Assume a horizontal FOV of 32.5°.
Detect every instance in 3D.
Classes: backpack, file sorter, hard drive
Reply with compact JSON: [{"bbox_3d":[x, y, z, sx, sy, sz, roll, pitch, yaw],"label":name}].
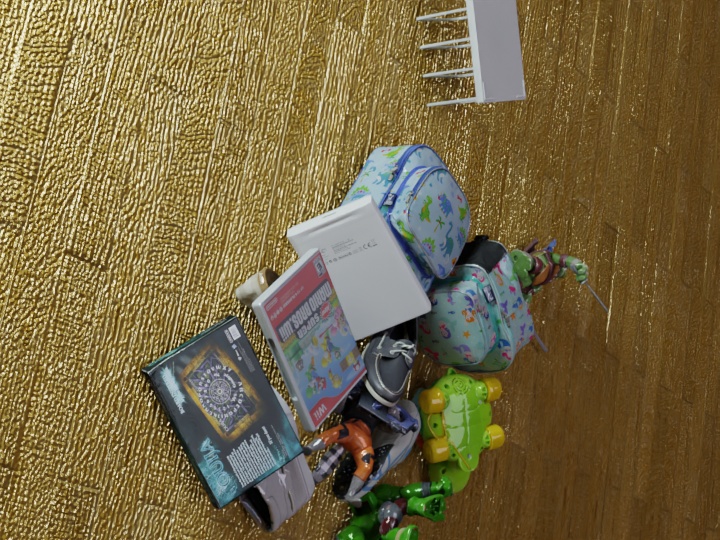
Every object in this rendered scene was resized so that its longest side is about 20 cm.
[{"bbox_3d":[0.076,-0.083,1.829,0.183,0.146,0.201,54,46,-37],"label":"backpack"},{"bbox_3d":[0.172,-0.366,1.989,0.138,0.124,0.202,-14,99,-52],"label":"file sorter"},{"bbox_3d":[0.168,0.067,1.908,0.151,0.177,0.201,-50,123,-39],"label":"backpack"},{"bbox_3d":[0.000,0.000,1.743,0.201,0.131,0.027,60,17,-29],"label":"hard drive"}]

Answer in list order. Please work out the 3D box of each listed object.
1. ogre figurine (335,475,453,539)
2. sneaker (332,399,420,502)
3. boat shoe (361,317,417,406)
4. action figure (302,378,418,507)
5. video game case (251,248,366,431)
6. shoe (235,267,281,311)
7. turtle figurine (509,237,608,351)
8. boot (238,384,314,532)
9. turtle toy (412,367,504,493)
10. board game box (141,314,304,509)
[{"bbox_3d":[0.043,0.360,1.775,0.098,0.119,0.201,56,49,-38],"label":"ogre figurine"},{"bbox_3d":[0.030,0.273,1.808,0.200,0.071,0.073,-47,132,-39],"label":"sneaker"},{"bbox_3d":[0.048,0.114,1.787,0.072,0.063,0.201,34,31,-15],"label":"boat shoe"},{"bbox_3d":[-0.029,0.209,1.746,0.200,0.105,0.194,39,46,-7],"label":"action figure"},{"bbox_3d":[-0.065,0.092,1.647,0.143,0.017,0.201,-45,123,-44],"label":"video game case"},{"bbox_3d":[-0.096,0.059,1.684,0.200,0.053,0.070,42,25,-47],"label":"shoe"},{"bbox_3d":[0.320,0.035,2.134,0.193,0.143,0.202,4,81,-48],"label":"turtle figurine"},{"bbox_3d":[-0.128,0.242,1.605,0.096,0.073,0.201,-42,117,-45],"label":"boot"},{"bbox_3d":[0.142,0.250,1.921,0.145,0.101,0.202,-7,95,-31],"label":"turtle toy"},{"bbox_3d":[-0.169,0.176,1.537,0.135,0.028,0.201,-31,105,-24],"label":"board game box"}]
